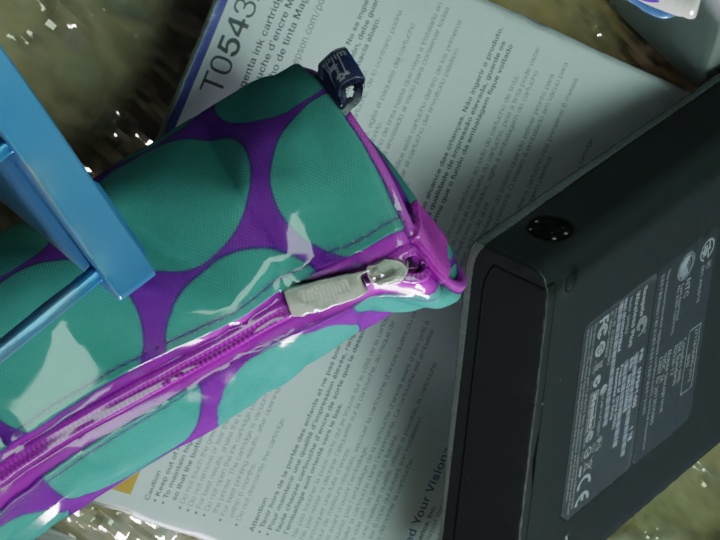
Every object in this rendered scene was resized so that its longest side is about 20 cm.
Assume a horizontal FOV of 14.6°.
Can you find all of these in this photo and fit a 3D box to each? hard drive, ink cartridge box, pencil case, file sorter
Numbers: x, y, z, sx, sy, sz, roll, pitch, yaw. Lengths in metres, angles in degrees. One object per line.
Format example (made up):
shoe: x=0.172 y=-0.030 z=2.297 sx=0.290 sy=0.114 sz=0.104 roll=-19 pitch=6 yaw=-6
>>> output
hard drive: x=0.100 y=0.013 z=0.940 sx=0.200 sy=0.033 sz=0.140 roll=-33 pitch=138 yaw=-43
ink cartridge box: x=0.000 y=0.000 z=0.926 sx=0.200 sy=0.043 sz=0.197 roll=21 pitch=95 yaw=-32
pencil case: x=-0.071 y=0.020 z=0.815 sx=0.200 sy=0.092 sz=0.085 roll=-32 pitch=122 yaw=-6
file sorter: x=-0.175 y=-0.056 z=0.737 sx=0.123 sy=0.139 sz=0.200 roll=-39 pitch=123 yaw=-11

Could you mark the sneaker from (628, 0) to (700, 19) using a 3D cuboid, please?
sneaker: x=0.026 y=-0.111 z=0.779 sx=0.200 sy=0.146 sz=0.081 roll=-36 pitch=157 yaw=-18

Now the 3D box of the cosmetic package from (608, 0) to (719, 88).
cosmetic package: x=0.169 y=-0.162 z=0.911 sx=0.200 sy=0.151 sz=0.052 roll=-44 pitch=81 yaw=-8

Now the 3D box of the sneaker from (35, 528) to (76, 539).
sneaker: x=-0.153 y=0.143 z=0.851 sx=0.200 sy=0.088 sz=0.075 roll=-27 pitch=121 yaw=-22
